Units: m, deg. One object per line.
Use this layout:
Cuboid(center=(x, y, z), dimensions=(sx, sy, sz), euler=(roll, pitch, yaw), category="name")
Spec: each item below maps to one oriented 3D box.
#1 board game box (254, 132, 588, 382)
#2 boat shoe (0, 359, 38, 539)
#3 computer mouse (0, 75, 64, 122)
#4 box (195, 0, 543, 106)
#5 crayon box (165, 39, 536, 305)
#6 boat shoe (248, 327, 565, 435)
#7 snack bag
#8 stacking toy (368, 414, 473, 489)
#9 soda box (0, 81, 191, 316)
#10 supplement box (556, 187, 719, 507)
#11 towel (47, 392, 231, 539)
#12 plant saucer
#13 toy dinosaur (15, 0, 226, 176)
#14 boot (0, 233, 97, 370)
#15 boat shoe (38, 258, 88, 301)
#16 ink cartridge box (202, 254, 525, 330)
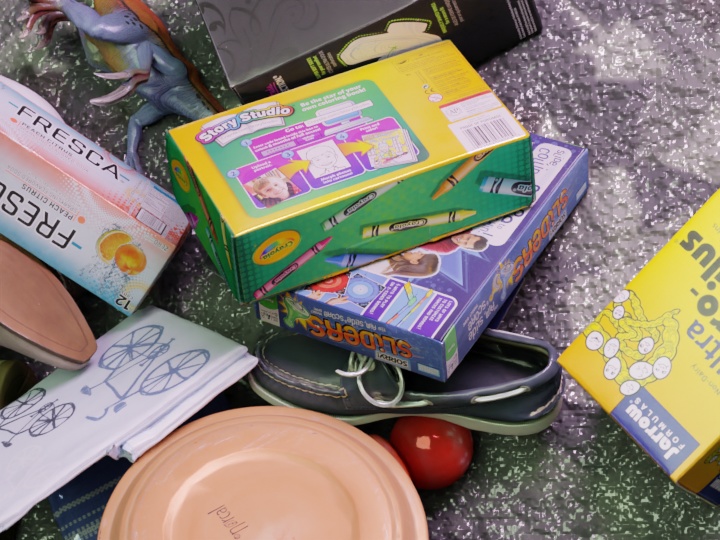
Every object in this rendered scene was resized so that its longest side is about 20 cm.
Cuboid(center=(0.040, -0.024, 1.530), dimensions=(0.135, 0.035, 0.200), euler=(18, 46, 25), category="board game box")
Cuboid(center=(-0.274, 0.156, 1.664), dimensions=(0.066, 0.072, 0.202), euler=(6, 74, 29), category="boat shoe")
Cuboid(center=(-0.258, -0.124, 1.718), dimensions=(0.200, 0.110, 0.044), euler=(43, 83, 14), category="computer mouse")
Cuboid(center=(-0.006, -0.196, 1.589), dimensions=(0.199, 0.124, 0.149), euler=(-25, 68, 3), category="box")
Cuboid(center=(-0.007, -0.063, 1.509), dimensions=(0.199, 0.058, 0.119), euler=(-19, 42, -14), category="crayon box")
Cuboid(center=(0.027, 0.060, 1.514), dimensions=(0.199, 0.062, 0.075), euler=(10, 57, 11), category="boat shoe")
Cuboid(center=(-0.177, 0.095, 1.564), dimensions=(0.200, 0.021, 0.188), euler=(-36, 21, -16), category="snack bag")
Cuboid(center=(-0.017, 0.148, 1.532), dimensions=(0.199, 0.086, 0.086), euler=(-29, 65, -16), category="stacking toy")
Cuboid(center=(-0.212, -0.058, 1.631), dimensions=(0.199, 0.064, 0.069), euler=(34, 116, -6), category="soda box")
Cuboid(center=(0.233, 0.027, 1.460), dimensions=(0.200, 0.109, 0.109), euler=(-47, 65, 6), category="supplement box")
Cuboid(center=(-0.114, 0.194, 1.615), dimensions=(0.144, 0.024, 0.201), euler=(-29, 70, 12), category="towel")
Cuboid(center=(-0.058, 0.162, 1.454), dimensions=(0.199, 0.032, 0.201), euler=(-1, 51, 1), category="plant saucer")
Cuboid(center=(-0.143, -0.147, 1.675), dimensions=(0.181, 0.105, 0.201), euler=(19, 74, 7), category="toy dinosaur")
Cuboid(center=(-0.285, 0.034, 1.643), dimensions=(0.200, 0.070, 0.146), euler=(42, 124, 5), category="boot")
Cuboid(center=(-0.261, -0.041, 1.711), dimensions=(0.070, 0.071, 0.200), euler=(-33, 64, -30), category="boat shoe")
Cuboid(center=(0.000, 0.000, 1.603), dimensions=(0.199, 0.039, 0.100), euler=(27, 88, 25), category="ink cartridge box")
